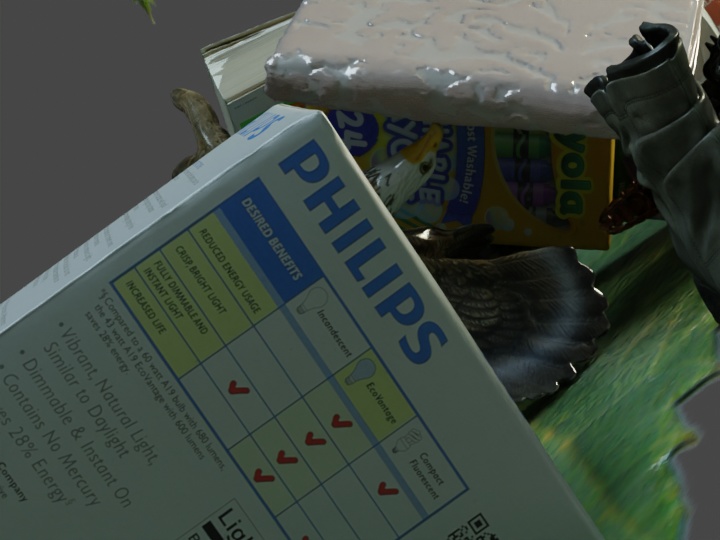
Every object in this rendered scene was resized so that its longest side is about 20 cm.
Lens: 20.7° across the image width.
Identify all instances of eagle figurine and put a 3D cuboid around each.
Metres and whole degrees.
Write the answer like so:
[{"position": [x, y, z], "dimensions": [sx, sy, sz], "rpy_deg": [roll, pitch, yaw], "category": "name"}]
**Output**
[{"position": [0.005, -0.004, 0.959], "dimensions": [0.150, 0.199, 0.153], "rpy_deg": [-28, 43, 34], "category": "eagle figurine"}]

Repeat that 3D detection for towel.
[{"position": [0.070, -0.124, 0.984], "dimensions": [0.198, 0.033, 0.192], "rpy_deg": [6, 34, 12], "category": "towel"}]

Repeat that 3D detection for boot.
[{"position": [0.147, -0.038, 0.793], "dimensions": [0.067, 0.131, 0.200], "rpy_deg": [-36, 8, -6], "category": "boot"}]

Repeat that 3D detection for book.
[{"position": [-0.018, -0.095, 1.306], "dimensions": [0.133, 0.048, 0.201], "rpy_deg": [-24, -32, -6], "category": "book"}]

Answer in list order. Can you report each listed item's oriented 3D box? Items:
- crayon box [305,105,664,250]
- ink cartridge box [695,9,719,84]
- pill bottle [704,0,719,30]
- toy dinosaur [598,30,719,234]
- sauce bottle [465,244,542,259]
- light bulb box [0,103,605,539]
[{"position": [0.071, -0.081, 1.065], "dimensions": [0.198, 0.127, 0.052], "rpy_deg": [3, 23, 8], "category": "crayon box"}, {"position": [0.170, -0.135, 1.185], "dimensions": [0.082, 0.146, 0.200], "rpy_deg": [-34, 8, 13], "category": "ink cartridge box"}, {"position": [0.188, -0.207, 1.327], "dimensions": [0.112, 0.201, 0.112], "rpy_deg": [-34, 9, 6], "category": "pill bottle"}, {"position": [0.209, -0.077, 1.009], "dimensions": [0.201, 0.102, 0.136], "rpy_deg": [-57, -1, -17], "category": "toy dinosaur"}, {"position": [0.035, -0.057, 1.173], "dimensions": [0.064, 0.201, 0.065], "rpy_deg": [-24, -35, -18], "category": "sauce bottle"}, {"position": [-0.049, 0.073, 0.742], "dimensions": [0.199, 0.199, 0.125], "rpy_deg": [-35, 10, -3], "category": "light bulb box"}]
